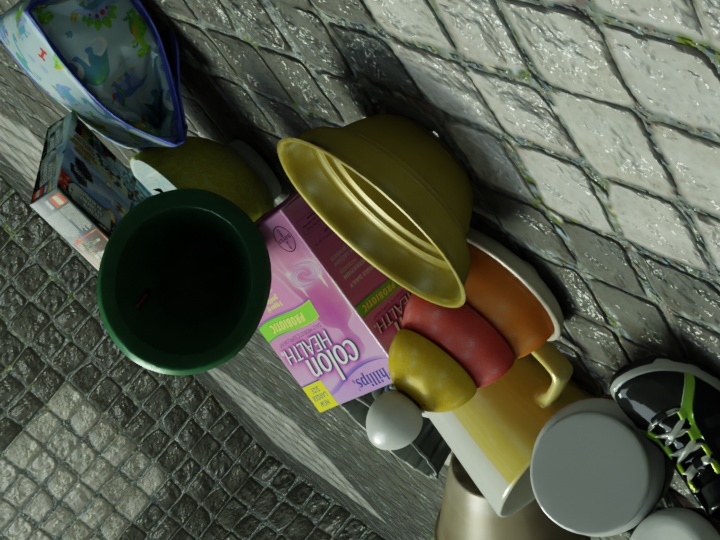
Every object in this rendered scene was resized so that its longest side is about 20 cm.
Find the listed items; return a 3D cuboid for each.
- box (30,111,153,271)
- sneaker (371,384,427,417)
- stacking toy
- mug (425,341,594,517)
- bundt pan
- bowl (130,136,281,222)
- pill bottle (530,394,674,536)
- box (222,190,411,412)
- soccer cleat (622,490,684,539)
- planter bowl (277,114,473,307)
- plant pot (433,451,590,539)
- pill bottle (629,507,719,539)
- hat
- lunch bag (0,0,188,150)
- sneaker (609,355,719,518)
[{"bbox_3d":[-0.253,-0.051,1.451,0.200,0.040,0.138,49,-159,-32],"label":"box"},{"bbox_3d":[0.106,0.137,1.543,0.197,0.076,0.087,16,173,-4],"label":"sneaker"},{"bbox_3d":[0.070,0.073,1.233,0.146,0.200,0.146,38,167,11],"label":"stacking toy"},{"bbox_3d":[0.150,0.125,1.396,0.153,0.188,0.149,44,-155,23],"label":"mug"},{"bbox_3d":[0.053,0.199,1.967,0.201,0.076,0.202,38,167,10],"label":"bundt pan"},{"bbox_3d":[-0.151,-0.081,1.557,0.200,0.108,0.201,44,164,16],"label":"bowl"},{"bbox_3d":[0.208,0.166,1.202,0.113,0.115,0.200,37,-173,15],"label":"pill bottle"},{"bbox_3d":[-0.030,0.020,1.397,0.201,0.097,0.175,53,146,-6],"label":"box"},{"bbox_3d":[0.279,0.238,1.508,0.199,0.069,0.073,29,-173,30],"label":"soccer cleat"},{"bbox_3d":[0.032,-0.067,1.150,0.200,0.084,0.201,38,166,11],"label":"planter bowl"},{"bbox_3d":[0.177,0.286,1.712,0.199,0.199,0.175,30,147,39],"label":"plant pot"},{"bbox_3d":[0.320,0.254,1.165,0.198,0.111,0.109,9,-172,-36],"label":"pill bottle"},{"bbox_3d":[-0.164,0.012,1.393,0.163,0.203,0.176,14,170,1],"label":"hat"},{"bbox_3d":[-0.262,-0.210,1.436,0.201,0.127,0.170,56,163,-18],"label":"lunch bag"},{"bbox_3d":[0.280,0.145,1.095,0.199,0.083,0.072,36,129,-8],"label":"sneaker"}]
